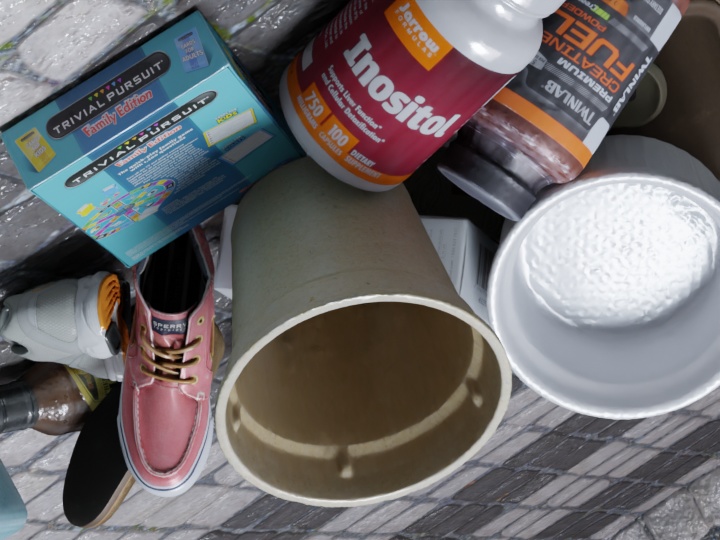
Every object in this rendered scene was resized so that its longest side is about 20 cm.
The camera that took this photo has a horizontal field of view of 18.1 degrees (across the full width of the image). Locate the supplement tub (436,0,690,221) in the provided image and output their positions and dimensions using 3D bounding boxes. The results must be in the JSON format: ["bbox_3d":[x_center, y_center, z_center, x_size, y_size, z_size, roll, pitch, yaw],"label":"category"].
[{"bbox_3d":[0.135,-0.135,1.564,0.201,0.107,0.107,-57,160,-1],"label":"supplement tub"}]

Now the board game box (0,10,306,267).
[{"bbox_3d":[-0.133,-0.083,1.503,0.150,0.047,0.200,-32,161,3],"label":"board game box"}]

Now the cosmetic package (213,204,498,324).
[{"bbox_3d":[0.000,0.000,1.709,0.199,0.075,0.102,2,166,22],"label":"cosmetic package"}]

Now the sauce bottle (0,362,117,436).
[{"bbox_3d":[-0.223,0.097,1.800,0.199,0.065,0.065,-14,156,-42],"label":"sauce bottle"}]

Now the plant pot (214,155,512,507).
[{"bbox_3d":[-0.014,0.026,1.546,0.199,0.184,0.201,-7,134,-8],"label":"plant pot"}]

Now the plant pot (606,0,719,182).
[{"bbox_3d":[0.224,-0.111,1.760,0.199,0.175,0.200,-26,162,-9],"label":"plant pot"}]

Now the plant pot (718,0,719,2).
[{"bbox_3d":[0.253,-0.266,1.406,0.174,0.201,0.200,19,130,-44],"label":"plant pot"}]

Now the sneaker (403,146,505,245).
[{"bbox_3d":[0.100,-0.057,1.770,0.106,0.199,0.075,24,80,-75],"label":"sneaker"}]

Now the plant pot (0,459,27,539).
[{"bbox_3d":[-0.344,0.143,1.566,0.195,0.197,0.200,-31,169,3],"label":"plant pot"}]

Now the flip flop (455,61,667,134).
[{"bbox_3d":[0.125,-0.124,1.649,0.198,0.058,0.082,2,128,1],"label":"flip flop"}]

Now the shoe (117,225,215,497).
[{"bbox_3d":[-0.141,0.058,1.636,0.071,0.202,0.091,3,164,1],"label":"shoe"}]

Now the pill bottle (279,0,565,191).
[{"bbox_3d":[0.046,-0.152,1.489,0.113,0.113,0.200,-5,148,-51],"label":"pill bottle"}]

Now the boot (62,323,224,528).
[{"bbox_3d":[-0.164,0.119,1.772,0.075,0.073,0.201,42,68,-47],"label":"boot"}]

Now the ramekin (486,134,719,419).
[{"bbox_3d":[0.191,-0.001,1.654,0.200,0.201,0.098,-37,-159,20],"label":"ramekin"}]

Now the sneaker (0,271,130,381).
[{"bbox_3d":[-0.220,0.039,1.680,0.091,0.076,0.200,-1,168,0],"label":"sneaker"}]
